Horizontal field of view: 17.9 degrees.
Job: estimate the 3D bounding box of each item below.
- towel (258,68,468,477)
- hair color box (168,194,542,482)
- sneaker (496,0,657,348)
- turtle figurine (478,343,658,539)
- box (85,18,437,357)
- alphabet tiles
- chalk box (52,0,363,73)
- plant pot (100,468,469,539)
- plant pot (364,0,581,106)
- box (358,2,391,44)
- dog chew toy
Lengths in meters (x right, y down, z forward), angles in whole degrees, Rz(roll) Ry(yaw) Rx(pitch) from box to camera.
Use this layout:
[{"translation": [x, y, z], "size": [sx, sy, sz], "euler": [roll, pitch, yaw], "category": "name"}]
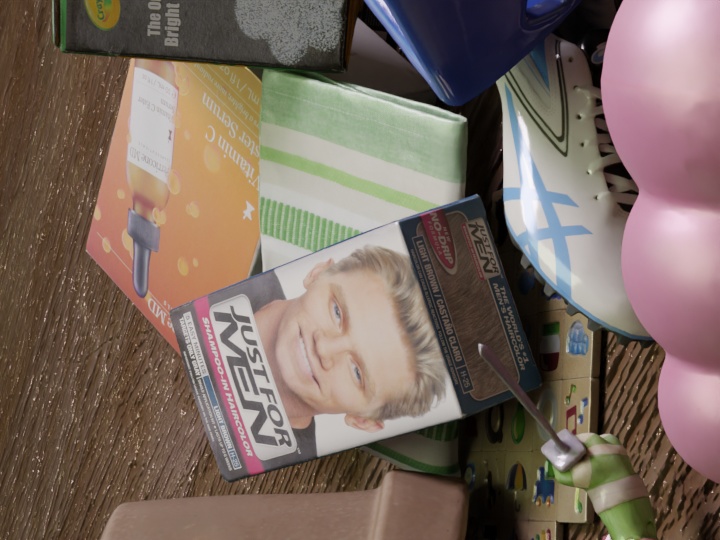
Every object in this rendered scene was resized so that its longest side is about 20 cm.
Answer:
[{"translation": [0.000, 0.000, 1.194], "size": [0.152, 0.023, 0.201], "euler": [22, 119, 43], "category": "towel"}, {"translation": [-0.008, 0.038, 1.153], "size": [0.200, 0.060, 0.100], "euler": [-21, 87, 49], "category": "hair color box"}, {"translation": [0.101, -0.058, 1.003], "size": [0.073, 0.072, 0.201], "euler": [-51, 40, 44], "category": "sneaker"}, {"translation": [0.051, 0.132, 0.940], "size": [0.194, 0.199, 0.145], "euler": [126, 158, -65], "category": "turtle figurine"}, {"translation": [-0.063, -0.057, 1.344], "size": [0.152, 0.106, 0.201], "euler": [44, 131, 34], "category": "box"}, {"translation": [0.081, 0.055, 1.124], "size": [0.166, 0.006, 0.201], "euler": [165, 109, -71], "category": "alphabet tiles"}, {"translation": [-0.097, -0.185, 1.205], "size": [0.124, 0.199, 0.125], "euler": [-80, -5, -68], "category": "chalk box"}, {"translation": [-0.047, 0.183, 1.125], "size": [0.200, 0.174, 0.201], "euler": [12, -90, -88], "category": "plant pot"}, {"translation": [0.038, -0.228, 0.963], "size": [0.200, 0.179, 0.200], "euler": [56, 180, 43], "category": "plant pot"}, {"translation": [-0.043, -0.183, 1.434], "size": [0.200, 0.036, 0.144], "euler": [22, 107, 56], "category": "box"}, {"translation": [0.145, -0.016, 0.795], "size": [0.125, 0.124, 0.201], "euler": [-149, 57, -69], "category": "dog chew toy"}]
